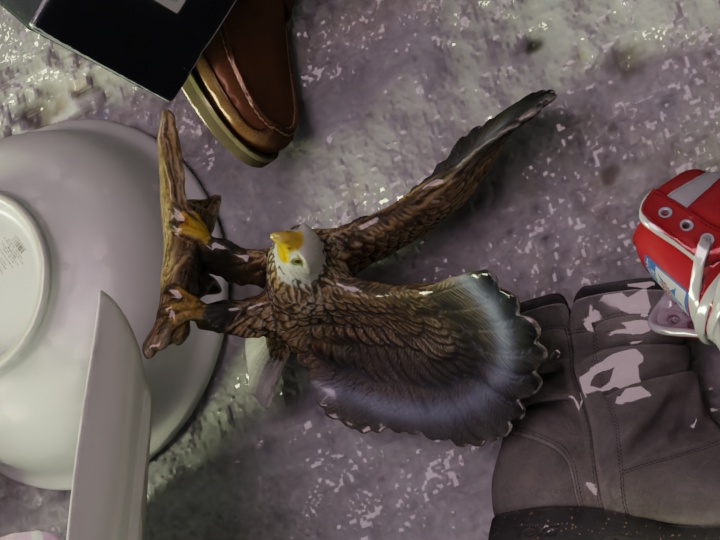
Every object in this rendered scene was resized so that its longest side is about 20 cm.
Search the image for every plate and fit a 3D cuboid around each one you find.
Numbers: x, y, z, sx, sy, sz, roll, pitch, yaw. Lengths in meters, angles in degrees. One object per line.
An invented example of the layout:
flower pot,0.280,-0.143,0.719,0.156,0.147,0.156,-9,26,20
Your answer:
plate,-0.119,0.147,1.044,0.032,0.201,0.200,4,43,-5

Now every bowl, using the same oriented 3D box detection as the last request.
bowl,-0.175,0.013,1.167,0.200,0.090,0.203,-4,81,29

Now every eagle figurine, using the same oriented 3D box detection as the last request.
eagle figurine,-0.001,0.001,1.051,0.198,0.151,0.153,-3,107,11

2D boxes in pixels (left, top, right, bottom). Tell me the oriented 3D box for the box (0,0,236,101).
box,-0.138,-0.203,1.102,0.200,0.107,0.149,40,99,38

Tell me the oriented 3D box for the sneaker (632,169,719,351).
sneaker,0.164,0.026,0.927,0.112,0.072,0.201,1,39,12

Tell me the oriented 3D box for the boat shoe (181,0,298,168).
boat shoe,-0.066,-0.153,1.140,0.068,0.072,0.201,-28,70,24

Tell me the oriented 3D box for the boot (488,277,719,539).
boot,0.144,0.064,0.997,0.199,0.070,0.133,-3,74,23

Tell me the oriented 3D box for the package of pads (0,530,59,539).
package of pads,-0.185,0.245,1.146,0.120,0.076,0.201,-27,70,23
